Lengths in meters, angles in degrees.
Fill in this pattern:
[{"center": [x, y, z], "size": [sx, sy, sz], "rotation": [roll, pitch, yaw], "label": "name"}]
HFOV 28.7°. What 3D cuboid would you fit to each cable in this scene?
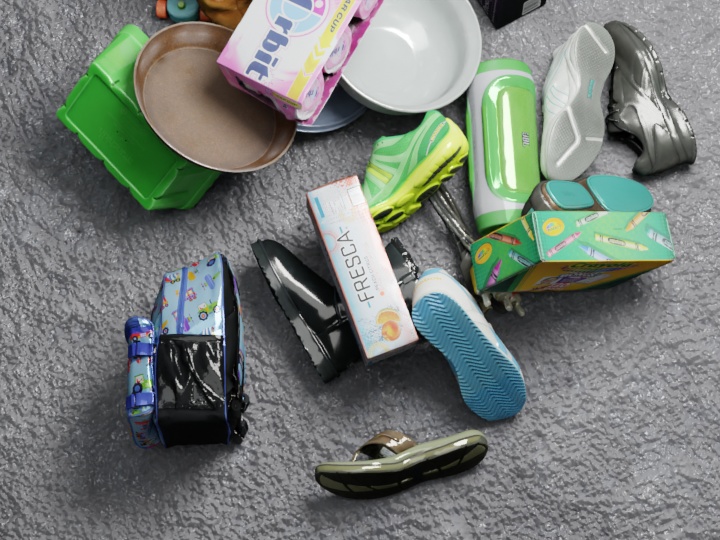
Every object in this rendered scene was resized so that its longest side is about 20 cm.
[{"center": [0.139, -0.027, 1.646], "size": [0.050, 0.097, 0.201], "rotation": [-35, 57, 28], "label": "cable"}]

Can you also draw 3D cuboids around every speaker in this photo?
[{"center": [0.170, -0.143, 1.665], "size": [0.087, 0.089, 0.202], "rotation": [-2, 76, 1], "label": "speaker"}]

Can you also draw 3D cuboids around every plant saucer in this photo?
[{"center": [-0.168, -0.192, 1.605], "size": [0.198, 0.034, 0.202], "rotation": [14, 58, -23], "label": "plant saucer"}]

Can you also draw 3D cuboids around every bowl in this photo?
[{"center": [0.038, -0.265, 1.681], "size": [0.199, 0.090, 0.203], "rotation": [5, 71, -16], "label": "bowl"}]

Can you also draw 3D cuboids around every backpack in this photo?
[{"center": [-0.193, 0.085, 1.570], "size": [0.133, 0.183, 0.202], "rotation": [-2, 72, -5], "label": "backpack"}]

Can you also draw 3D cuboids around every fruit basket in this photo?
[{"center": [-0.229, -0.191, 1.678], "size": [0.216, 0.215, 0.156], "rotation": [52, 121, 12], "label": "fruit basket"}]

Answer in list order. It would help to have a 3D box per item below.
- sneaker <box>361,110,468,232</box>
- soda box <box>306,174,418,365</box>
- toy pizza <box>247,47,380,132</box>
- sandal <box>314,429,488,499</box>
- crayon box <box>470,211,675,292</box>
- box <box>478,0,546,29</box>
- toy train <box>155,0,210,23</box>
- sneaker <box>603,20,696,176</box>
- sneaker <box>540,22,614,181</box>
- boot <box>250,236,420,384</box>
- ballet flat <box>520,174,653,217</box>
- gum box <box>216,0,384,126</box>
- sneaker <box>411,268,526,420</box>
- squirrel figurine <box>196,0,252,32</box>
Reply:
[{"center": [0.038, -0.110, 1.650], "size": [0.199, 0.074, 0.084], "rotation": [-37, 63, 19], "label": "sneaker"}, {"center": [0.000, 0.000, 1.575], "size": [0.063, 0.068, 0.202], "rotation": [-19, 81, -6], "label": "soda box"}, {"center": [-0.070, -0.258, 1.712], "size": [0.198, 0.032, 0.202], "rotation": [5, 71, -16], "label": "toy pizza"}, {"center": [0.044, 0.210, 1.593], "size": [0.199, 0.080, 0.058], "rotation": [-13, 58, -8], "label": "sandal"}, {"center": [0.237, -0.021, 1.570], "size": [0.198, 0.119, 0.059], "rotation": [-1, 74, -33], "label": "crayon box"}, {"center": [0.162, -0.397, 1.670], "size": [0.078, 0.200, 0.142], "rotation": [-27, 76, -5], "label": "box"}, {"center": [-0.162, -0.363, 1.746], "size": [0.200, 0.056, 0.150], "rotation": [-44, 78, -9], "label": "toy train"}, {"center": [0.327, -0.206, 1.685], "size": [0.090, 0.076, 0.202], "rotation": [-23, 74, 3], "label": "sneaker"}, {"center": [0.249, -0.192, 1.678], "size": [0.070, 0.080, 0.202], "rotation": [22, 72, -21], "label": "sneaker"}, {"center": [-0.016, 0.017, 1.637], "size": [0.162, 0.073, 0.199], "rotation": [-31, 84, -4], "label": "boot"}, {"center": [0.256, -0.073, 1.635], "size": [0.199, 0.068, 0.068], "rotation": [0, 54, -41], "label": "ballet flat"}, {"center": [-0.064, -0.272, 1.577], "size": [0.113, 0.066, 0.201], "rotation": [27, 80, 16], "label": "gum box"}, {"center": [0.127, 0.083, 1.590], "size": [0.076, 0.081, 0.201], "rotation": [-26, 116, 16], "label": "sneaker"}, {"center": [-0.169, -0.405, 1.630], "size": [0.199, 0.187, 0.142], "rotation": [30, 67, 13], "label": "squirrel figurine"}]
